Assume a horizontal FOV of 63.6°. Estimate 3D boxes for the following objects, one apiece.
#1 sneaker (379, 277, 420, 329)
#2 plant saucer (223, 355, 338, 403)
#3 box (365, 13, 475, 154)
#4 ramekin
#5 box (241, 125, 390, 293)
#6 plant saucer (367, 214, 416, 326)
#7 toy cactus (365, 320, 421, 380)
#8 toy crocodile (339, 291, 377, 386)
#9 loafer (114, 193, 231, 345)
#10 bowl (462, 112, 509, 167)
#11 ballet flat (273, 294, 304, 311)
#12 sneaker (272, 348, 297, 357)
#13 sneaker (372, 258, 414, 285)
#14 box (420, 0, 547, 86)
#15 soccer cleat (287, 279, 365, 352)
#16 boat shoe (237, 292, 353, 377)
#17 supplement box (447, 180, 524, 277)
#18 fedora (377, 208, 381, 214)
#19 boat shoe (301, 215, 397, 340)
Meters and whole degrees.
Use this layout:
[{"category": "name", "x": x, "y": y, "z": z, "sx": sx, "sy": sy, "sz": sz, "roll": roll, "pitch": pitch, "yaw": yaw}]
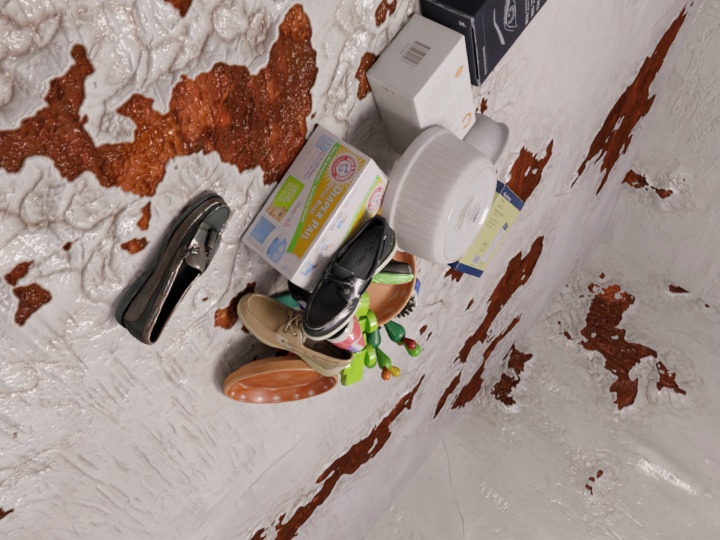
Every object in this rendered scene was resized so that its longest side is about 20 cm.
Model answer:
[{"category": "sneaker", "x": 0.045, "y": 0.067, "z": 1.161, "sx": 0.197, "sy": 0.080, "sz": 0.089, "roll": -24, "pitch": -165, "yaw": 36}, {"category": "plant saucer", "x": -0.136, "y": 0.188, "z": 1.000, "sx": 0.194, "sy": 0.033, "sz": 0.201, "roll": -7, "pitch": 155, "yaw": -3}, {"category": "box", "x": 0.103, "y": -0.272, "z": 0.919, "sx": 0.125, "sy": 0.097, "sz": 0.201, "roll": -51, "pitch": 153, "yaw": -9}, {"category": "ramekin", "x": 0.129, "y": -0.108, "z": 0.903, "sx": 0.200, "sy": 0.104, "sz": 0.204, "roll": -41, "pitch": 146, "yaw": -35}, {"category": "box", "x": -0.059, "y": -0.084, "z": 0.842, "sx": 0.202, "sy": 0.111, "sz": 0.101, "roll": -56, "pitch": 154, "yaw": -1}, {"category": "plant saucer", "x": 0.000, "y": 0.000, "z": 1.004, "sx": 0.203, "sy": 0.198, "sz": 0.037, "roll": -57, "pitch": -165, "yaw": 5}, {"category": "toy cactus", "x": 0.020, "y": 0.112, "z": 1.081, "sx": 0.103, "sy": 0.194, "sz": 0.169, "roll": -58, "pitch": 158, "yaw": -66}, {"category": "toy crocodile", "x": -0.014, "y": 0.116, "z": 0.982, "sx": 0.066, "sy": 0.062, "sz": 0.204, "roll": -19, "pitch": 132, "yaw": -25}, {"category": "loafer", "x": -0.218, "y": 0.001, "z": 0.721, "sx": 0.202, "sy": 0.062, "sz": 0.072, "roll": -54, "pitch": 154, "yaw": -4}, {"category": "bowl", "x": 0.169, "y": -0.216, "z": 1.062, "sx": 0.201, "sy": 0.090, "sz": 0.203, "roll": -46, "pitch": -161, "yaw": 21}, {"category": "ballet flat", "x": -0.099, "y": 0.076, "z": 1.006, "sx": 0.198, "sy": 0.070, "sz": 0.069, "roll": -14, "pitch": 133, "yaw": -54}, {"category": "sneaker", "x": -0.129, "y": 0.170, "z": 1.091, "sx": 0.085, "sy": 0.075, "sz": 0.202, "roll": 10, "pitch": 133, "yaw": -20}, {"category": "sneaker", "x": -0.003, "y": -0.037, "z": 0.896, "sx": 0.086, "sy": 0.197, "sz": 0.076, "roll": -66, "pitch": 157, "yaw": 6}, {"category": "box", "x": 0.195, "y": -0.421, "z": 0.896, "sx": 0.201, "sy": 0.103, "sz": 0.148, "roll": -50, "pitch": 154, "yaw": -9}, {"category": "soccer cleat", "x": -0.056, "y": 0.050, "z": 0.906, "sx": 0.068, "sy": 0.201, "sz": 0.073, "roll": -41, "pitch": 135, "yaw": 2}, {"category": "boat shoe", "x": -0.098, "y": 0.091, "z": 0.904, "sx": 0.064, "sy": 0.197, "sz": 0.072, "roll": -39, "pitch": -156, "yaw": 50}, {"category": "supplement box", "x": 0.242, "y": -0.113, "z": 1.300, "sx": 0.203, "sy": 0.133, "sz": 0.199, "roll": -60, "pitch": 154, "yaw": 10}, {"category": "fedora", "x": 0.030, "y": -0.030, "z": 1.089, "sx": 0.200, "sy": 0.081, "sz": 0.203, "roll": -40, "pitch": 151, "yaw": -28}, {"category": "boat shoe", "x": -0.017, "y": 0.004, "z": 0.805, "sx": 0.200, "sy": 0.074, "sz": 0.067, "roll": -46, "pitch": 153, "yaw": -19}]
